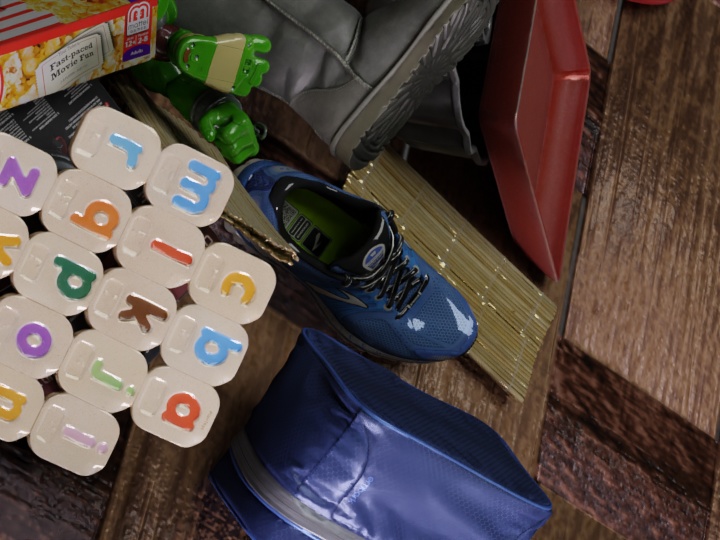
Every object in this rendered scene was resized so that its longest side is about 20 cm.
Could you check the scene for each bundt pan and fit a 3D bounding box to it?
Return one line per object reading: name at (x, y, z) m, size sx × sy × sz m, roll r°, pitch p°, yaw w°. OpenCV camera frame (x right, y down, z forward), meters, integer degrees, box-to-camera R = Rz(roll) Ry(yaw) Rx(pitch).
bundt pan at (0.053, -0.174, 1.825) m, size 0.202 × 0.076 × 0.202 m, roll 1°, pitch 90°, yaw -75°

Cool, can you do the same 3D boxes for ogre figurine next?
ogre figurine at (-0.133, -0.167, 1.632) m, size 0.200 × 0.120 × 0.098 m, roll 42°, pitch 82°, yaw -33°

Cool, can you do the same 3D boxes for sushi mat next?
sushi mat at (0.059, -0.003, 1.834) m, size 0.200 × 0.012 × 0.096 m, roll 43°, pitch 49°, yaw -20°
sushi mat at (-0.100, -0.066, 1.634) m, size 0.096 × 0.012 × 0.200 m, roll 38°, pitch 7°, yaw -27°

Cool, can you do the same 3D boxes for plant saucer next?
plant saucer at (0.125, -0.126, 1.884) m, size 0.200 × 0.037 × 0.200 m, roll 70°, pitch 27°, yaw -54°

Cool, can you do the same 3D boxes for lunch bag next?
lunch bag at (0.012, 0.146, 1.637) m, size 0.200 × 0.132 × 0.136 m, roll 30°, pitch 11°, yaw -28°

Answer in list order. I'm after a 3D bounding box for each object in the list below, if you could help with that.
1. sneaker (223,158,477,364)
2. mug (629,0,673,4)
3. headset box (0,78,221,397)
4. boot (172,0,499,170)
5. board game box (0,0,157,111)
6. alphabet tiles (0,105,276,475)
sneaker at (0.000, 0.000, 1.722) m, size 0.200 × 0.089 × 0.079 m, roll 34°, pitch 80°, yaw -22°
mug at (0.216, -0.300, 2.045) m, size 0.200 × 0.133 × 0.178 m, roll -26°, pitch 88°, yaw -42°
headset box at (-0.185, -0.024, 1.585) m, size 0.200 × 0.075 × 0.149 m, roll 52°, pitch 45°, yaw -11°
boot at (-0.030, -0.185, 1.709) m, size 0.200 × 0.073 × 0.182 m, roll 41°, pitch 85°, yaw 19°
board game box at (-0.243, -0.144, 1.529) m, size 0.200 × 0.151 × 0.046 m, roll -25°, pitch 132°, yaw -40°
alphabet tiles at (-0.155, 0.012, 1.511) m, size 0.195 × 0.015 × 0.200 m, roll 26°, pitch 86°, yaw -18°
